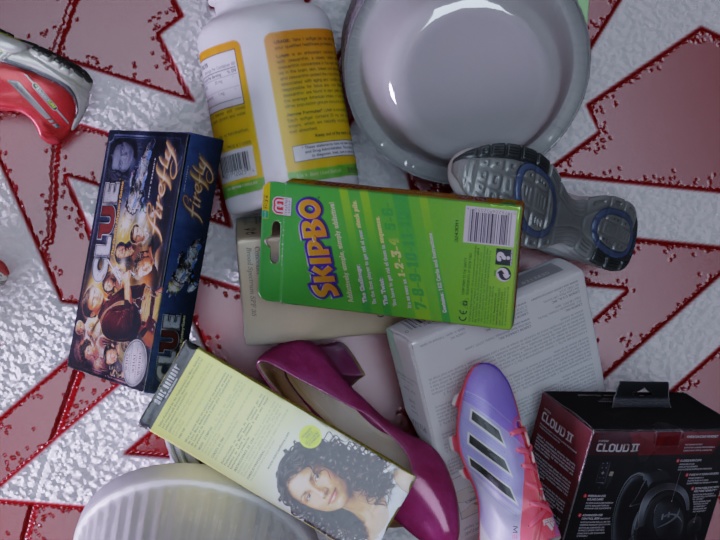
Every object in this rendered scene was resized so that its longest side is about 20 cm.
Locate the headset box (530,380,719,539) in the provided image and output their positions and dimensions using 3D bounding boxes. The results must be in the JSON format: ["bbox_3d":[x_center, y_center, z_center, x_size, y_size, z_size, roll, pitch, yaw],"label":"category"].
[{"bbox_3d":[0.204,0.183,1.182,0.148,0.077,0.201,2,108,-29],"label":"headset box"}]

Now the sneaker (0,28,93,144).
[{"bbox_3d":[-0.320,-0.162,1.202,0.199,0.077,0.085,24,93,-3],"label":"sneaker"}]

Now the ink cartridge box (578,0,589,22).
[{"bbox_3d":[0.101,-0.274,1.245,0.199,0.048,0.147,4,89,-2],"label":"ink cartridge box"}]

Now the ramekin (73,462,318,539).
[{"bbox_3d":[-0.132,0.255,1.146,0.199,0.105,0.201,2,128,2],"label":"ramekin"}]

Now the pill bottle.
[{"bbox_3d":[-0.071,-0.152,1.199,0.110,0.111,0.201,-10,90,-4],"label":"pill bottle"}]

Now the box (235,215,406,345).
[{"bbox_3d":[0.000,0.000,1.212,0.199,0.078,0.096,-6,105,-3],"label":"box"}]

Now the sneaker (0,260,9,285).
[{"bbox_3d":[-0.365,0.055,1.202,0.200,0.078,0.082,-35,96,6],"label":"sneaker"}]

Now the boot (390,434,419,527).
[{"bbox_3d":[0.063,0.148,1.226,0.199,0.077,0.156,28,86,0],"label":"boot"}]

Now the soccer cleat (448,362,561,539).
[{"bbox_3d":[0.117,0.169,1.120,0.076,0.067,0.201,-3,93,38],"label":"soccer cleat"}]

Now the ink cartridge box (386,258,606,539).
[{"bbox_3d":[0.120,0.110,1.194,0.160,0.050,0.201,-21,114,-18],"label":"ink cartridge box"}]

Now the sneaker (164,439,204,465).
[{"bbox_3d":[-0.122,0.177,1.193,0.073,0.116,0.201,-16,92,-6],"label":"sneaker"}]

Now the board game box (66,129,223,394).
[{"bbox_3d":[-0.174,-0.010,1.182,0.034,0.135,0.201,11,88,-37],"label":"board game box"}]

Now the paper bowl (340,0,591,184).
[{"bbox_3d":[0.085,-0.166,1.182,0.199,0.104,0.202,-1,113,-2],"label":"paper bowl"}]

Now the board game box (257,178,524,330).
[{"bbox_3d":[0.021,-0.014,1.125,0.199,0.030,0.096,6,103,9],"label":"board game box"}]

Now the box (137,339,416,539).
[{"bbox_3d":[-0.061,0.132,1.100,0.199,0.050,0.076,29,86,3],"label":"box"}]

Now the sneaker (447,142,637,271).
[{"bbox_3d":[0.135,-0.046,1.189,0.199,0.087,0.075,25,78,-39],"label":"sneaker"}]

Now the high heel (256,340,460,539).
[{"bbox_3d":[-0.002,0.136,1.139,0.067,0.096,0.201,-42,68,32],"label":"high heel"}]
